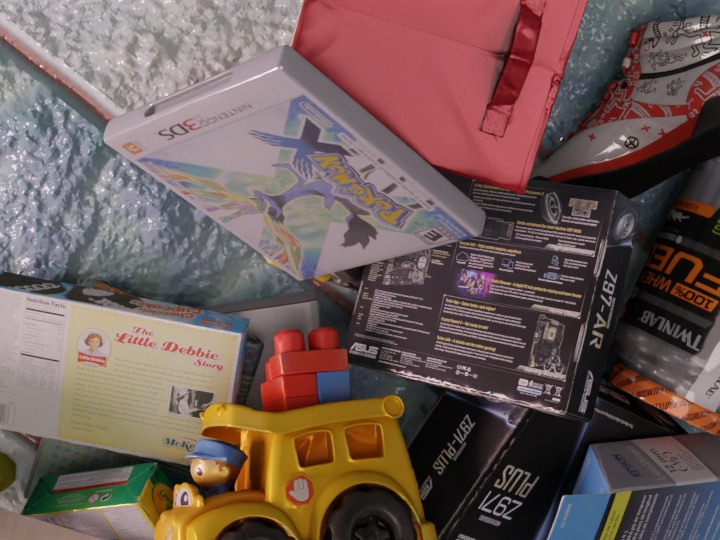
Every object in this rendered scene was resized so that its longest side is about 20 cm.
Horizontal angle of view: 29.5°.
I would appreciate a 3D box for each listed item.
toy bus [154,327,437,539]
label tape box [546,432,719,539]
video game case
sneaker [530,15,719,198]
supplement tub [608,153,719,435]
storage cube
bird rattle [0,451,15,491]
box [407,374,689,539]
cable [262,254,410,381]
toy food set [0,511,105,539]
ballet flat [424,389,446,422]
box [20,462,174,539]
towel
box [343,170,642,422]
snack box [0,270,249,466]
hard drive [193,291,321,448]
[{"bbox_3d":[-0.059,0.142,0.992,0.199,0.136,0.194,-6,83,-23],"label":"toy bus"},{"bbox_3d":[0.197,0.204,1.050,0.199,0.066,0.144,0,119,-30],"label":"label tape box"},{"bbox_3d":[-0.045,-0.063,0.923,0.200,0.182,0.022,36,56,-35],"label":"video game case"},{"bbox_3d":[0.209,-0.123,1.062,0.200,0.109,0.067,-23,151,32],"label":"sneaker"},{"bbox_3d":[0.279,0.018,1.066,0.122,0.123,0.201,24,91,-14],"label":"supplement tub"},{"bbox_3d":[0.047,-0.172,0.958,0.178,0.200,0.172,16,105,-5],"label":"storage cube"},{"bbox_3d":[-0.324,0.125,1.023,0.112,0.163,0.201,-22,119,-19],"label":"bird rattle"},{"bbox_3d":[0.146,0.155,1.088,0.199,0.086,0.164,26,103,-38],"label":"box"},{"bbox_3d":[0.000,0.000,1.093,0.200,0.050,0.097,47,69,-30],"label":"cable"},{"bbox_3d":[-0.235,0.265,1.072,0.143,0.061,0.200,19,137,-12],"label":"toy food set"},{"bbox_3d":[0.089,0.128,1.124,0.066,0.057,0.201,14,105,-11],"label":"ballet flat"},{"bbox_3d":[-0.169,0.241,1.090,0.117,0.049,0.201,-10,124,24],"label":"box"},{"bbox_3d":[-0.173,0.120,1.087,0.146,0.022,0.201,20,107,-2],"label":"towel"},{"bbox_3d":[0.092,0.012,1.005,0.043,0.199,0.161,22,80,-53],"label":"box"},{"bbox_3d":[-0.191,0.077,1.044,0.198,0.037,0.117,11,108,1],"label":"snack box"},{"bbox_3d":[-0.089,0.124,1.116,0.131,0.026,0.202,-8,108,-5],"label":"hard drive"}]
